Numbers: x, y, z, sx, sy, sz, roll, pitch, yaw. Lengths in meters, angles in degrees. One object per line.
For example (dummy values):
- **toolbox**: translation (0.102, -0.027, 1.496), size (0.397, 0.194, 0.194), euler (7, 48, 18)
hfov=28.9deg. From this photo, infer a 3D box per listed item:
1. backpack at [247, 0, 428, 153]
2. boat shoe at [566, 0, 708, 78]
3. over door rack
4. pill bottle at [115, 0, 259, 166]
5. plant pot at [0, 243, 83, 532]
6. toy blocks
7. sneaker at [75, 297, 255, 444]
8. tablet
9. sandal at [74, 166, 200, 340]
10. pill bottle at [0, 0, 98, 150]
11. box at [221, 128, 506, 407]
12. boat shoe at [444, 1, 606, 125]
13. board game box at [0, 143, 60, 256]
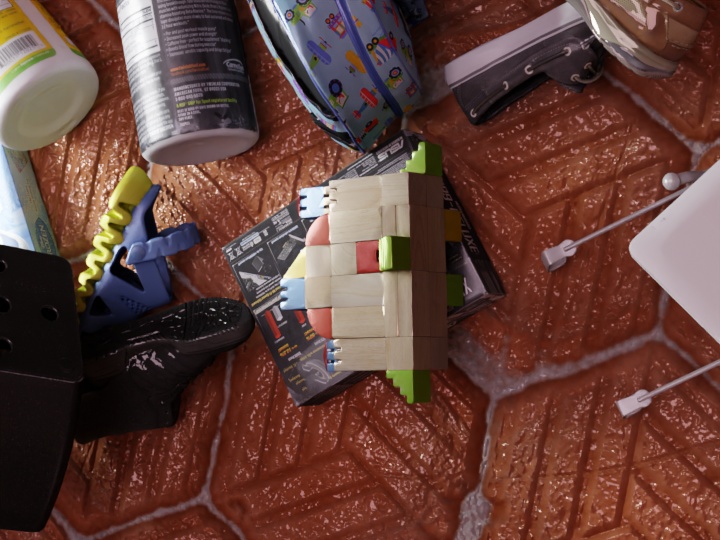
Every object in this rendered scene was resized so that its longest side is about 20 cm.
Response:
- **backpack**: translation (-0.013, -0.204, 1.124), size (0.134, 0.183, 0.200), euler (-28, 73, 4)
- **boat shoe**: translation (0.170, -0.227, 1.004), size (0.200, 0.076, 0.072), euler (46, 120, 9)
- **over door rack**: translation (0.247, 0.008, 1.054), size (0.200, 0.067, 0.148), euler (-30, 74, 20)
- **pill bottle**: translation (-0.156, -0.201, 1.230), size (0.106, 0.106, 0.200), euler (-14, 81, 23)
- **plant pot**: translation (-0.332, 0.082, 1.173), size (0.177, 0.200, 0.200), euler (-49, 41, 36)
- **toy blocks**: translation (-0.002, 0.005, 1.109), size (0.136, 0.100, 0.201), euler (-4, 85, 36)
- **sneaker**: translation (-0.176, 0.093, 1.237), size (0.199, 0.060, 0.104), euler (-13, 125, 10)
- **tablet**: translation (0.308, -0.037, 1.008), size (0.200, 0.014, 0.130), euler (-42, 76, -4)
- **sandal**: translation (-0.208, 0.012, 1.259), size (0.087, 0.080, 0.200), euler (23, 107, -4)
- **pill bottle**: translation (-0.345, -0.219, 1.315), size (0.111, 0.111, 0.200), euler (-46, 70, 15)
- **box**: translation (0.000, 0.000, 1.176), size (0.200, 0.050, 0.158), euler (-33, 74, 19)
- **boat shoe**: translation (0.158, -0.169, 1.101), size (0.200, 0.070, 0.066), euler (-22, 89, 29)
- **board game box**: translation (-0.391, -0.015, 1.359), size (0.200, 0.043, 0.199), euler (-25, 76, 21)
